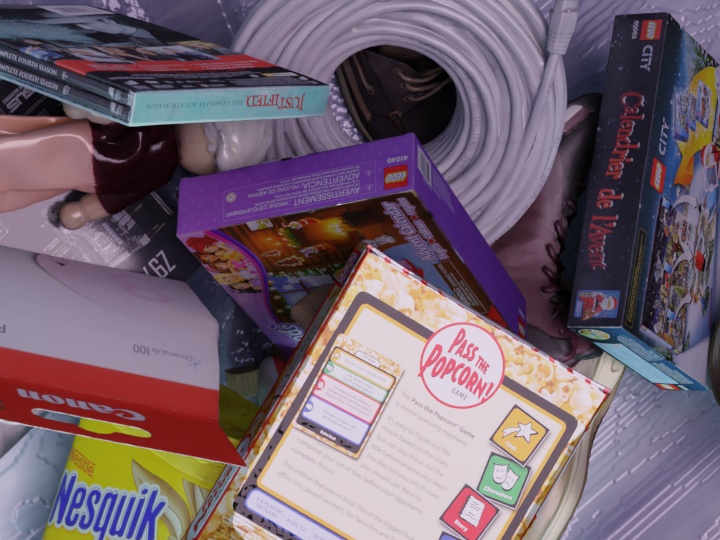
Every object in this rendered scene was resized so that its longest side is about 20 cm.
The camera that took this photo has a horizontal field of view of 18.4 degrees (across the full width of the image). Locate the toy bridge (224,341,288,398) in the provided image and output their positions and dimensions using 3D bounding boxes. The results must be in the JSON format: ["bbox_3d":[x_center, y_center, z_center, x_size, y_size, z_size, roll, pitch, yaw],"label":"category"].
[{"bbox_3d":[-0.063,-0.021,1.342,0.067,0.027,0.200,-13,98,-20],"label":"toy bridge"}]

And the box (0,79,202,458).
[{"bbox_3d":[-0.211,0.000,1.279,0.200,0.044,0.160,-45,107,-12],"label":"box"}]

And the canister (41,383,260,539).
[{"bbox_3d":[-0.120,0.164,1.254,0.086,0.148,0.200,11,101,-43],"label":"canister"}]

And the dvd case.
[{"bbox_3d":[-0.136,-0.113,1.196,0.146,0.200,0.022,-8,114,-49],"label":"dvd case"}]

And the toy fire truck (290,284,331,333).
[{"bbox_3d":[0.030,0.099,1.263,0.128,0.176,0.200,3,111,6],"label":"toy fire truck"}]

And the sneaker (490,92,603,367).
[{"bbox_3d":[0.120,-0.004,1.364,0.115,0.076,0.200,39,88,17],"label":"sneaker"}]

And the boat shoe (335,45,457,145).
[{"bbox_3d":[0.023,-0.128,1.342,0.074,0.073,0.200,-40,105,-14],"label":"boat shoe"}]

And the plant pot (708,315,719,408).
[{"bbox_3d":[0.323,0.068,1.389,0.200,0.187,0.187,12,89,-30],"label":"plant pot"}]

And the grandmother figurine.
[{"bbox_3d":[-0.146,-0.065,1.214,0.200,0.121,0.061,-7,71,-11],"label":"grandmother figurine"}]

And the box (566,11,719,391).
[{"bbox_3d":[0.186,-0.040,1.368,0.137,0.038,0.200,32,64,-52],"label":"box"}]

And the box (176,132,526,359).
[{"bbox_3d":[0.000,0.000,1.250,0.200,0.137,0.039,51,34,-54],"label":"box"}]

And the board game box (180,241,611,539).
[{"bbox_3d":[0.014,0.109,1.158,0.151,0.046,0.200,32,89,-7],"label":"board game box"}]

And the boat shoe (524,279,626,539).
[{"bbox_3d":[0.111,0.104,1.395,0.065,0.072,0.200,23,85,-8],"label":"boat shoe"}]

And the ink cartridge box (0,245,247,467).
[{"bbox_3d":[-0.150,0.036,1.173,0.162,0.200,0.057,13,97,-21],"label":"ink cartridge box"}]

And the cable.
[{"bbox_3d":[0.018,-0.097,1.280,0.200,0.069,0.200,4,115,-3],"label":"cable"}]

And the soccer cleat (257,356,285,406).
[{"bbox_3d":[-0.051,0.149,1.327,0.085,0.069,0.200,-11,112,-1],"label":"soccer cleat"}]
